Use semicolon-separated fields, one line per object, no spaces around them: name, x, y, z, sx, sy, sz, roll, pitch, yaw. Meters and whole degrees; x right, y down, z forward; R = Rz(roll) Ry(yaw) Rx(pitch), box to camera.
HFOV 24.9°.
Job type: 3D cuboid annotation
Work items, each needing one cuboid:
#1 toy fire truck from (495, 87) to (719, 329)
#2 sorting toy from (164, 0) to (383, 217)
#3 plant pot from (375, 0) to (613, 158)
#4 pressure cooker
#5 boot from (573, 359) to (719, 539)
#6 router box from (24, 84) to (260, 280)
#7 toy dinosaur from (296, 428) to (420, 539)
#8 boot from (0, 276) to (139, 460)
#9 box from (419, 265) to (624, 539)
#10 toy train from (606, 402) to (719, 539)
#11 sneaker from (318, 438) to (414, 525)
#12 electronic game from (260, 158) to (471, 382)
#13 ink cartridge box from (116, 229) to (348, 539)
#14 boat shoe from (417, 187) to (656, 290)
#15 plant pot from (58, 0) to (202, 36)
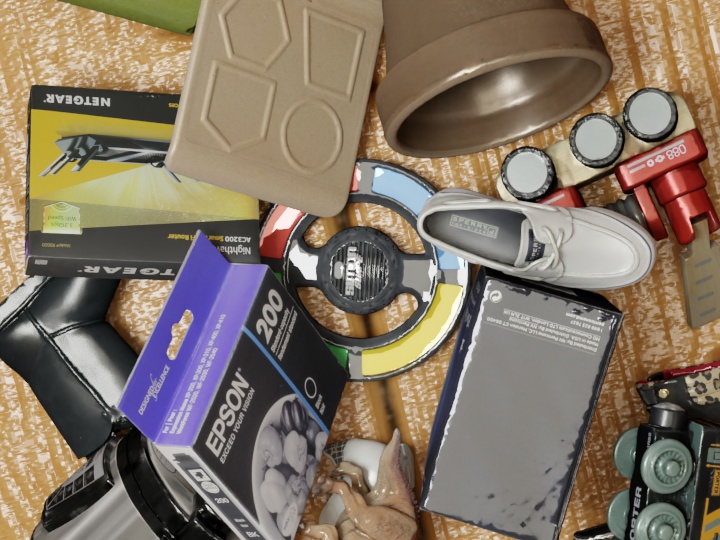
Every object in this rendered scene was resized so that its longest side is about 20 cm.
toy fire truck;0.234;-0.034;1.414;0.176;0.129;0.201;-25;83;10
sorting toy;-0.071;-0.161;1.397;0.185;0.036;0.201;16;88;-37
plant pot;0.094;-0.214;1.383;0.199;0.200;0.175;-17;75;5
pressure cooker;-0.166;0.224;1.411;0.200;0.178;0.176;-44;57;16
boot;0.269;0.169;1.433;0.199;0.073;0.151;-15;93;1
router box;-0.189;-0.074;1.411;0.199;0.052;0.158;2;71;-15
toy dinosaur;0.009;0.241;1.389;0.135;0.086;0.200;30;80;8
boot;-0.224;0.053;1.465;0.200;0.076;0.168;-42;93;1
box;0.131;0.107;1.377;0.123;0.200;0.199;15;94;3
toy train;0.269;0.212;1.363;0.113;0.085;0.201;6;91;-15
sneaker;0.003;0.252;1.465;0.080;0.076;0.201;2;87;13
electronic game;0.000;0.000;1.461;0.199;0.042;0.201;0;93;4
ink cartridge box;-0.096;0.098;1.338;0.043;0.199;0.200;-13;130;33
boat shoe;0.143;-0.020;1.344;0.199;0.065;0.074;8;104;11
plant pot;-0.207;-0.296;1.405;0.189;0.200;0.201;22;94;-10
